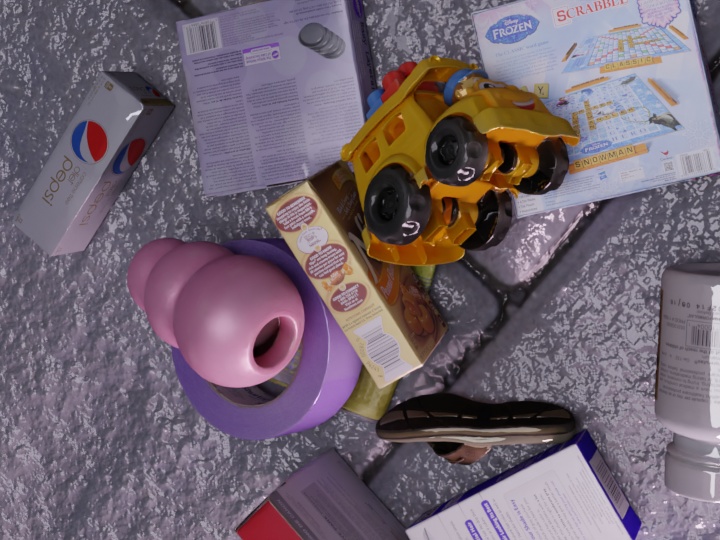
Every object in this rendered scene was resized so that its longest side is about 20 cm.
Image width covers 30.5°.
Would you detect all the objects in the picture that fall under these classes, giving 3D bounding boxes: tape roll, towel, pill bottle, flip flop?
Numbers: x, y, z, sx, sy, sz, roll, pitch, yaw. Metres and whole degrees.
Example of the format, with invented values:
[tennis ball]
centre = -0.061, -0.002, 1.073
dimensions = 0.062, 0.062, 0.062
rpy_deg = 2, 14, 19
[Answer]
[tape roll]
centre = -0.096, 0.067, 1.330
dimensions = 0.200, 0.066, 0.200
rpy_deg = 1, 92, 33
[towel]
centre = -0.011, 0.046, 1.341
dimensions = 0.144, 0.023, 0.200
rpy_deg = 25, 105, 17
[pill bottle]
centre = 0.321, 0.098, 1.173
dimensions = 0.114, 0.114, 0.200
rpy_deg = 4, 98, 20
[flip flop]
centre = 0.111, 0.161, 1.288
dimensions = 0.200, 0.081, 0.058
rpy_deg = 0, 111, 15

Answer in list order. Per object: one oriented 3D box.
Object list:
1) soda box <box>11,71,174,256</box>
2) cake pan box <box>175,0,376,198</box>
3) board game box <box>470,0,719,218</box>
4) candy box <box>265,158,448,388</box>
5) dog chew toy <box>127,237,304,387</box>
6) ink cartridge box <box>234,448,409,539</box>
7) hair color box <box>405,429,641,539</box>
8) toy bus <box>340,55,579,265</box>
[soda box]
centre = -0.284, -0.113, 1.397
dimensions = 0.064, 0.068, 0.200
rpy_deg = 39, 108, 12
[cake pan box]
centre = -0.083, -0.177, 1.325
dimensions = 0.200, 0.052, 0.184
rpy_deg = -9, 92, 21
[board game box]
centre = 0.220, -0.166, 1.216
dimensions = 0.200, 0.041, 0.200
rpy_deg = -11, 93, 22
[candy box]
centre = 0.000, 0.000, 1.245
dimensions = 0.055, 0.115, 0.200
rpy_deg = -30, 95, 21
[dog chew toy]
centre = -0.148, 0.029, 1.258
dimensions = 0.200, 0.124, 0.125
rpy_deg = 27, 106, 37
[ink cartridge box]
centre = -0.018, 0.292, 1.293
dimensions = 0.200, 0.176, 0.084
rpy_deg = 47, 110, 10
[hair color box]
centre = 0.157, 0.250, 1.282
dimensions = 0.200, 0.065, 0.109
rpy_deg = -31, 86, 19
[toy bus]
centre = 0.077, -0.127, 1.211
dimensions = 0.200, 0.136, 0.192
rpy_deg = -44, 54, 39
